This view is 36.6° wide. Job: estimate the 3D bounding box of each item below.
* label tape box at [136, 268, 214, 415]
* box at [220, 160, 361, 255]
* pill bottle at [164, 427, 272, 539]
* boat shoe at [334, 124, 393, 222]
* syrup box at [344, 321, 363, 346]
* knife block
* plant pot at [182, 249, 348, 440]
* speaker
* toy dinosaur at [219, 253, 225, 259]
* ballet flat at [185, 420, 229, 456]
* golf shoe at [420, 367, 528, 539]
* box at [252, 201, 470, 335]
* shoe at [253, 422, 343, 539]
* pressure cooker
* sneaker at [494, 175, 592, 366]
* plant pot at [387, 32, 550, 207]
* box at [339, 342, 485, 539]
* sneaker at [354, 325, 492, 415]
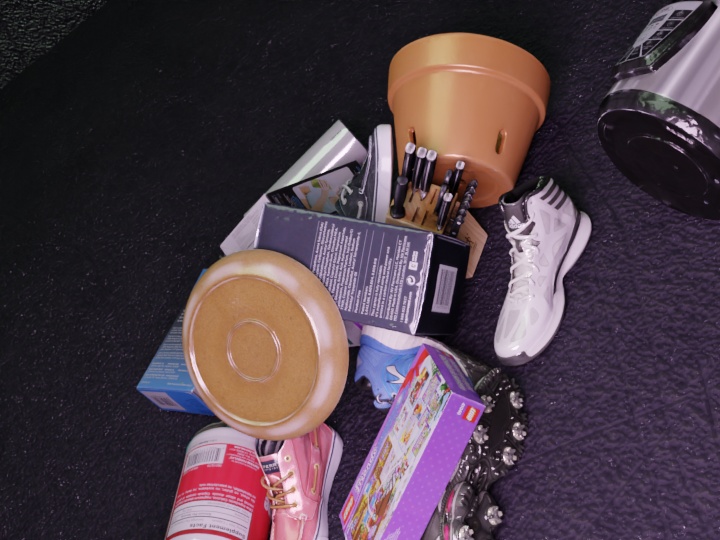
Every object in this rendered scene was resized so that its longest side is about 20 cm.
[{"bbox_3d":[-0.205,0.095,1.498,0.143,0.063,0.202,-3,52,48],"label":"label tape box"},{"bbox_3d":[-0.074,-0.065,1.397,0.199,0.060,0.117,-27,-14,-50],"label":"box"},{"bbox_3d":[-0.154,0.283,1.181,0.111,0.112,0.202,-25,38,31],"label":"pill bottle"},{"bbox_3d":[0.002,-0.083,1.332,0.066,0.203,0.072,6,30,-1],"label":"boat shoe"},{"bbox_3d":[-0.050,0.046,1.349,0.198,0.081,0.080,-10,47,42],"label":"syrup box"},{"bbox_3d":[0.056,-0.063,1.251,0.198,0.176,0.065,-9,45,45],"label":"knife block"},{"bbox_3d":[-0.106,0.081,1.121,0.198,0.203,0.027,-29,-4,27],"label":"plant pot"},{"bbox_3d":[-0.074,-0.118,1.564,0.200,0.081,0.081,-45,31,5],"label":"speaker"},{"bbox_3d":[-0.139,0.001,1.444,0.198,0.089,0.047,-27,-5,-17],"label":"toy dinosaur"},{"bbox_3d":[-0.144,0.202,1.307,0.063,0.068,0.200,-15,-15,-38],"label":"ballet flat"},{"bbox_3d":[0.097,0.183,1.027,0.087,0.077,0.202,-20,39,47],"label":"golf shoe"},{"bbox_3d":[0.000,0.000,1.162,0.196,0.148,0.107,11,91,21],"label":"box"},{"bbox_3d":[-0.079,0.236,1.161,0.071,0.091,0.202,-21,40,35],"label":"shoe"},{"bbox_3d":[0.340,-0.174,1.038,0.175,0.179,0.201,32,78,27],"label":"pressure cooker"},{"bbox_3d":[0.163,-0.010,1.121,0.075,0.115,0.203,-5,50,47],"label":"sneaker"},{"bbox_3d":[0.121,-0.166,1.294,0.198,0.199,0.143,-10,62,44],"label":"plant pot"},{"bbox_3d":[0.045,0.184,1.028,0.203,0.039,0.137,-65,14,10],"label":"box"},{"bbox_3d":[0.064,0.118,1.155,0.199,0.078,0.091,9,78,54],"label":"sneaker"}]
